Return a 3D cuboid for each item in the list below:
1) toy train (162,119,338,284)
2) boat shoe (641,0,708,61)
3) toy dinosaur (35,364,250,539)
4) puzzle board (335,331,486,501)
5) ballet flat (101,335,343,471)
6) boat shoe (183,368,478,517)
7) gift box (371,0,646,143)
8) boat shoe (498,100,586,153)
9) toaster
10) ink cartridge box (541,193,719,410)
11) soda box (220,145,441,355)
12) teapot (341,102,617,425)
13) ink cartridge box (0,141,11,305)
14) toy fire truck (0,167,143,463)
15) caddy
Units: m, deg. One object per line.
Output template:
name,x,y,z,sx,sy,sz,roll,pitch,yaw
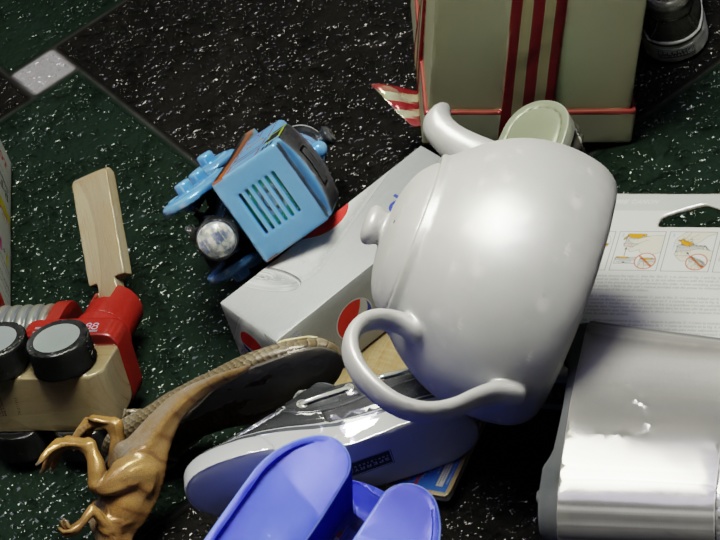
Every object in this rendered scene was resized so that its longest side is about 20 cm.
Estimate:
toy train,-0.072,-0.057,1.742,0.114,0.087,0.200,-32,9,12
boat shoe,0.237,-0.251,1.891,0.070,0.064,0.200,-16,42,4
toy dinosaur,-0.153,0.130,1.602,0.106,0.060,0.201,28,94,18
puzzle board,0.031,0.076,1.660,0.150,0.017,0.200,7,49,26
ballet flat,-0.098,0.087,1.630,0.199,0.067,0.047,-29,44,25
boat shoe,-0.023,0.108,1.581,0.199,0.072,0.068,-17,44,-1
gift box,0.110,-0.204,1.794,0.199,0.187,0.185,2,46,1
boat shoe,0.107,-0.021,1.671,0.071,0.061,0.202,14,68,37
toaster,0.186,0.125,1.475,0.128,0.114,0.201,0,49,18
ink cartridge box,0.223,0.022,1.623,0.199,0.044,0.174,1,45,23
soda box,0.000,0.000,1.691,0.200,0.064,0.068,-38,45,-20
teapot,0.069,-0.002,1.519,0.145,0.200,0.198,20,91,-2
ink cartridge box,-0.361,-0.055,1.851,0.144,0.146,0.201,-15,42,5
toy fire truck,-0.240,0.031,1.746,0.175,0.129,0.200,-3,33,19
caddy,-0.032,0.203,1.486,0.141,0.105,0.200,28,56,14
